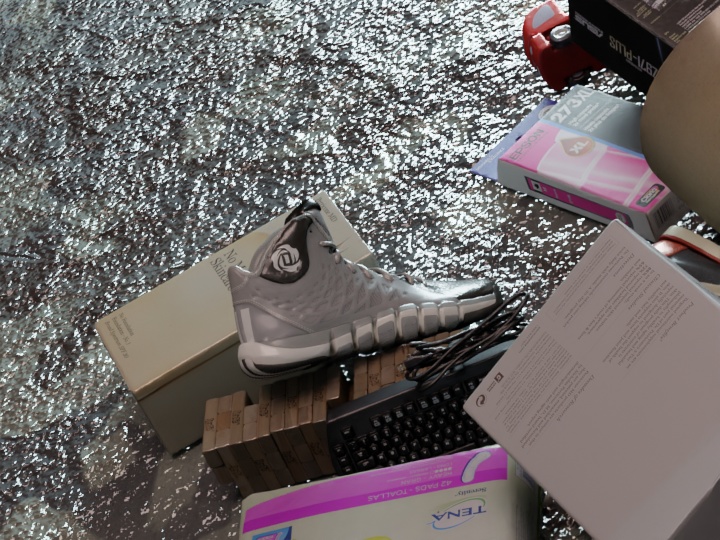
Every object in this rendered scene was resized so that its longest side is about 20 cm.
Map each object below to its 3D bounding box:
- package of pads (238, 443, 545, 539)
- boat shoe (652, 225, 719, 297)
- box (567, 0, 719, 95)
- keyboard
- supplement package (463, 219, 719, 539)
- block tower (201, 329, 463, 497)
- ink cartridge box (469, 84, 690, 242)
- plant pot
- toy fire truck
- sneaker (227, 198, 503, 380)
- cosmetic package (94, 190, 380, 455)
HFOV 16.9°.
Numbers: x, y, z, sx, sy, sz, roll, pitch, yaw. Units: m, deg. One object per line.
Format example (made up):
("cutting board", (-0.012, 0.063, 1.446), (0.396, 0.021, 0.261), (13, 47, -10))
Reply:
("package of pads", (0.016, 0.198, 1.531), (0.200, 0.068, 0.155), (-14, 39, 16))
("boat shoe", (0.250, 0.030, 1.593), (0.063, 0.071, 0.200), (-45, 39, -13))
("box", (0.280, -0.212, 1.805), (0.200, 0.086, 0.164), (-41, 61, -18))
("keyboard", (0.070, 0.087, 1.599), (0.200, 0.104, 0.040), (-23, 13, 5))
("supplement package", (0.198, 0.102, 1.439), (0.152, 0.151, 0.200), (-51, 39, 5))
("block tower", (-0.006, 0.099, 1.671), (0.200, 0.054, 0.058), (-15, 40, 13))
("ink cartridge box", (0.175, -0.087, 1.802), (0.095, 0.037, 0.200), (-44, 39, -22))
("plant pot", (0.311, -0.061, 1.594), (0.187, 0.187, 0.200), (-28, 48, -2))
("toy fire truck", (0.211, -0.232, 1.937), (0.200, 0.049, 0.141), (-27, 37, 0))
("sneaker", (0.000, 0.000, 1.687), (0.200, 0.116, 0.075), (-13, -6, -23))
("cosmetic package", (-0.082, 0.037, 1.772), (0.200, 0.073, 0.104), (-32, 38, -6))
